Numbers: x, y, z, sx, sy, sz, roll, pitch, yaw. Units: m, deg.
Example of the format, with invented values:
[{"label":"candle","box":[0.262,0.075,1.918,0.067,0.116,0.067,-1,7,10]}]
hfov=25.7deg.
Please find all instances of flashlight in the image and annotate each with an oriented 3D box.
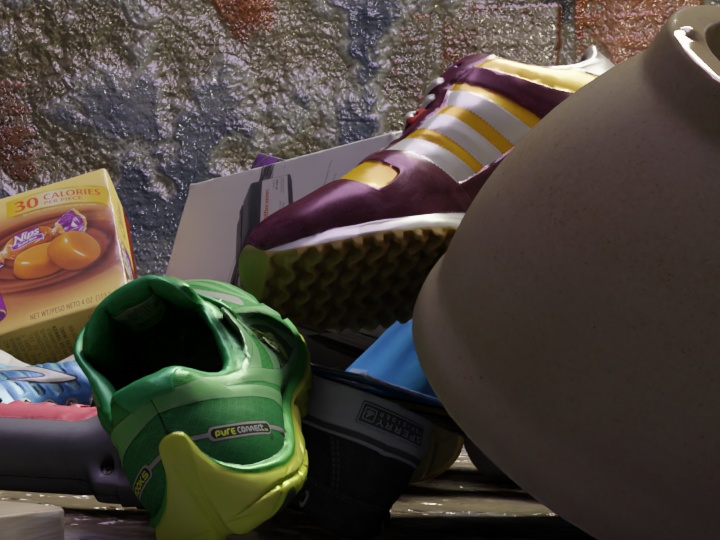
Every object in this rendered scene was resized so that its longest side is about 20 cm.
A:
[{"label":"flashlight","box":[-0.155,0.070,0.708,0.199,0.068,0.068,1,-6,11]}]

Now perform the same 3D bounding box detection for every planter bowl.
[{"label":"planter bowl","box":[0.132,-0.005,0.536,0.200,0.135,0.200,16,28,-9]}]

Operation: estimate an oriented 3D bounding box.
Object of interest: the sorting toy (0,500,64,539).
[{"label":"sorting toy","box":[-0.224,0.052,0.462,0.198,0.070,0.200,1,-3,26]}]

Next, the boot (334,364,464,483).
[{"label":"boot","box":[0.011,0.092,0.959,0.175,0.066,0.200,2,-4,24]}]

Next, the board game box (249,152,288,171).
[{"label":"board game box","box":[0.028,-0.011,1.033,0.199,0.032,0.120,16,-23,18]}]

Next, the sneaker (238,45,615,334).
[{"label":"sneaker","box":[0.034,-0.039,0.662,0.199,0.090,0.075,-13,-30,-22]}]

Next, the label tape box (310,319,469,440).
[{"label":"label tape box","box":[0.074,0.049,0.688,0.200,0.063,0.144,24,-8,-19]}]

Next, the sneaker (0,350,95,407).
[{"label":"sneaker","box":[-0.161,0.083,0.803,0.199,0.079,0.090,-1,15,9]}]

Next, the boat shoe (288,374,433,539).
[{"label":"boat shoe","box":[-0.024,0.078,0.697,0.068,0.057,0.200,23,-7,-12]}]

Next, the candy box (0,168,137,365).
[{"label":"candy box","box":[-0.229,0.022,0.918,0.199,0.117,0.057,-16,-44,-2]}]

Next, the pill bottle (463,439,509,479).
[{"label":"pill bottle","box":[0.170,0.077,0.988,0.199,0.112,0.111,3,-3,-19]}]

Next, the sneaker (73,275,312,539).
[{"label":"sneaker","box":[-0.062,0.032,0.598,0.074,0.084,0.200,-28,17,-1]}]

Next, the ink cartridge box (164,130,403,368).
[{"label":"ink cartridge box","box":[0.000,0.000,0.921,0.145,0.084,0.200,27,-22,-34]}]
